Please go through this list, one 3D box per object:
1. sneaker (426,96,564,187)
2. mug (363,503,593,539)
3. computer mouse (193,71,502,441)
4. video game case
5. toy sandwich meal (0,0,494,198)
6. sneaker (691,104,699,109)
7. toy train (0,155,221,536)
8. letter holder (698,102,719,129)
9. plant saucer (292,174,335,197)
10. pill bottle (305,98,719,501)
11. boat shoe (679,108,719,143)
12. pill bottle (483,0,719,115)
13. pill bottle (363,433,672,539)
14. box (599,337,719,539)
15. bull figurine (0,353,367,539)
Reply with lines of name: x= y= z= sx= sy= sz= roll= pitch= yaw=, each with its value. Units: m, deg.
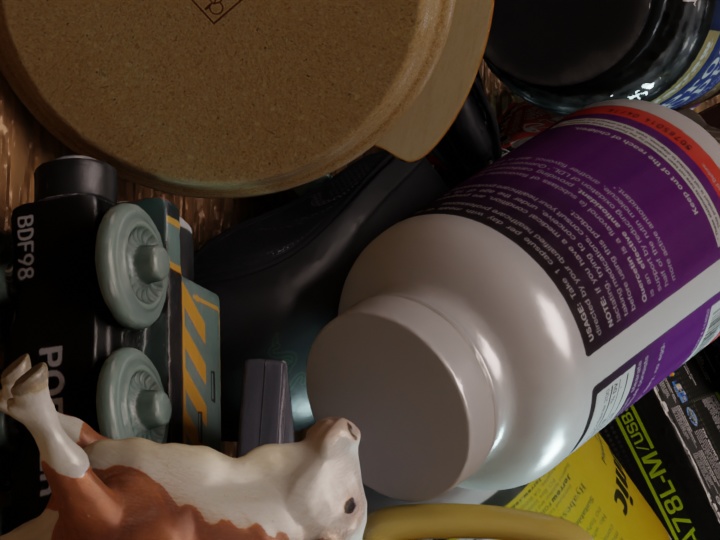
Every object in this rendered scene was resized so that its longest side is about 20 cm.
sneaker: x=0.069 y=-0.051 z=1.270 sx=0.202 sy=0.107 sz=0.068 roll=-105 pitch=-154 yaw=-59
mug: x=0.045 y=0.201 z=0.993 sx=0.150 sy=0.152 sz=0.187 roll=-84 pitch=176 yaw=-50
computer mouse: x=0.000 y=0.000 z=1.089 sx=0.200 sy=0.053 sz=0.139 roll=-37 pitch=125 yaw=-28
video game case: x=-0.036 y=0.134 z=0.994 sx=0.200 sy=0.019 sz=0.144 roll=91 pitch=2 yaw=-68
toy sandwich meal: x=-0.047 y=-0.120 z=1.016 sx=0.070 sy=0.204 sz=0.206 roll=-87 pitch=153 yaw=-65
sneaker: x=0.158 y=-0.135 z=1.423 sx=0.200 sy=0.088 sz=0.081 roll=14 pitch=70 yaw=-54
toy train: x=-0.092 y=0.062 z=0.977 sx=0.114 sy=0.085 sz=0.201 roll=32 pitch=52 yaw=-64
letter holder: x=0.247 y=-0.021 z=1.371 sx=0.101 sy=0.142 sz=0.200 roll=57 pitch=12 yaw=-25
plant saucer: x=0.018 y=0.002 z=1.191 sx=0.200 sy=0.019 sz=0.070 roll=47 pitch=0 yaw=-40
pill bottle: x=0.068 y=0.013 z=1.053 sx=0.200 sy=0.112 sz=0.113 roll=-32 pitch=107 yaw=-46
boat shoe: x=0.151 y=-0.041 z=1.324 sx=0.200 sy=0.074 sz=0.074 roll=-111 pitch=-146 yaw=-77
pill bottle: x=0.110 y=-0.123 z=1.176 sx=0.200 sy=0.111 sz=0.113 roll=-13 pitch=91 yaw=-71
pill bottle: x=0.076 y=0.126 z=1.186 sx=0.200 sy=0.111 sz=0.112 roll=54 pitch=39 yaw=-34
box: x=0.173 y=0.088 z=1.343 sx=0.201 sy=0.047 sz=0.193 roll=64 pitch=19 yaw=6
bull figurine: x=-0.094 y=0.095 z=0.863 sx=0.122 sy=0.200 sz=0.065 roll=50 pitch=16 yaw=-11
